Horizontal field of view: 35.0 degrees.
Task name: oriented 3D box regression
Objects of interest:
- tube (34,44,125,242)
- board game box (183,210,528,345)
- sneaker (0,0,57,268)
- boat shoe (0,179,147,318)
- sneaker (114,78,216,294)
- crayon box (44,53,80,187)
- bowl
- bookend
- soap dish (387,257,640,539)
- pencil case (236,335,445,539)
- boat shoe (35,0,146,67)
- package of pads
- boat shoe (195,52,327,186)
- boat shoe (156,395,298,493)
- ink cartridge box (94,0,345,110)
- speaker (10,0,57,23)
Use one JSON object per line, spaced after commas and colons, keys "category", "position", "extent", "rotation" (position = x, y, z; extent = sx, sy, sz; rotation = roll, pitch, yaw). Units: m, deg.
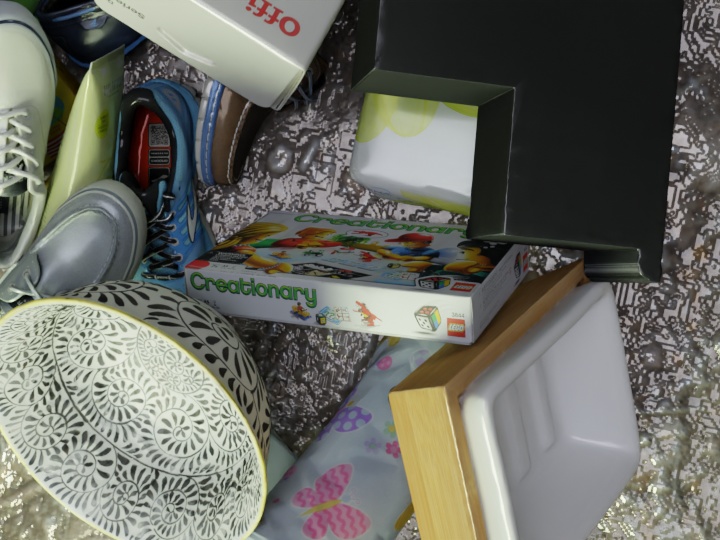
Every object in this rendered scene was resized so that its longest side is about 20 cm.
{"category": "tube", "position": [-0.202, -0.061, 0.827], "extent": [0.058, 0.052, 0.202], "rotation": [37, 118, 45]}
{"category": "board game box", "position": [0.000, 0.000, 0.759], "extent": [0.198, 0.126, 0.035], "rotation": [6, 112, 22]}
{"category": "sneaker", "position": [-0.237, -0.086, 0.778], "extent": [0.072, 0.201, 0.071], "rotation": [-12, 51, -25]}
{"category": "boat shoe", "position": [-0.218, 0.025, 0.791], "extent": [0.070, 0.072, 0.201], "rotation": [39, 115, -5]}
{"category": "sneaker", "position": [-0.151, -0.039, 0.824], "extent": [0.077, 0.090, 0.202], "rotation": [-5, 92, 10]}
{"category": "crayon box", "position": [-0.278, -0.126, 0.806], "extent": [0.126, 0.200, 0.051], "rotation": [-32, 55, 1]}
{"category": "bowl", "position": [-0.129, 0.077, 0.730], "extent": [0.199, 0.094, 0.202], "rotation": [14, 128, 19]}
{"category": "bookend", "position": [0.078, -0.101, 0.679], "extent": [0.196, 0.092, 0.202], "rotation": [5, 89, -11]}
{"category": "soap dish", "position": [0.102, 0.101, 0.726], "extent": [0.081, 0.200, 0.159], "rotation": [-1, 111, 36]}
{"category": "pencil case", "position": [0.003, 0.128, 0.764], "extent": [0.090, 0.083, 0.200], "rotation": [27, 62, 21]}
{"category": "boat shoe", "position": [-0.145, -0.222, 0.813], "extent": [0.200, 0.069, 0.084], "rotation": [-43, 53, 8]}
{"category": "package of pads", "position": [0.101, -0.109, 0.787], "extent": [0.198, 0.068, 0.156], "rotation": [14, 94, 10]}
{"category": "boat shoe", "position": [-0.060, -0.150, 0.812], "extent": [0.072, 0.072, 0.202], "rotation": [19, 95, 5]}
{"category": "boat shoe", "position": [-0.085, 0.151, 0.827], "extent": [0.074, 0.086, 0.203], "rotation": [-35, 82, -14]}
{"category": "ink cartridge box", "position": [-0.062, -0.231, 0.741], "extent": [0.145, 0.084, 0.201], "rotation": [30, 72, -11]}
{"category": "speaker", "position": [-0.253, -0.232, 0.838], "extent": [0.088, 0.088, 0.200], "rotation": [40, 98, 6]}
